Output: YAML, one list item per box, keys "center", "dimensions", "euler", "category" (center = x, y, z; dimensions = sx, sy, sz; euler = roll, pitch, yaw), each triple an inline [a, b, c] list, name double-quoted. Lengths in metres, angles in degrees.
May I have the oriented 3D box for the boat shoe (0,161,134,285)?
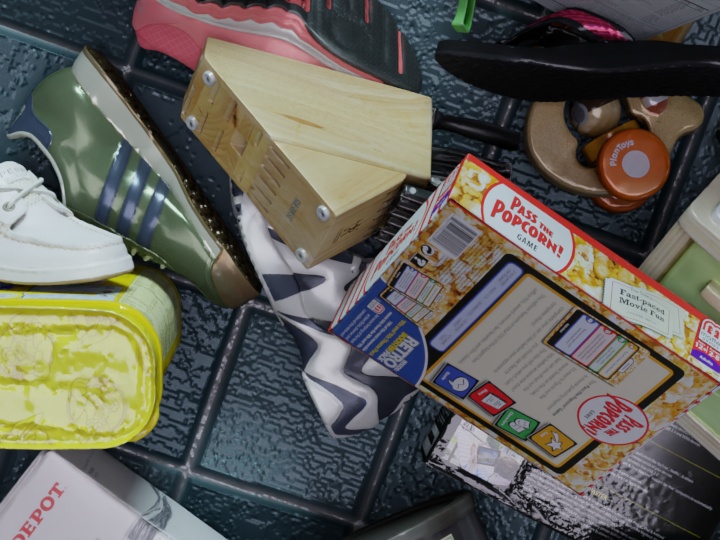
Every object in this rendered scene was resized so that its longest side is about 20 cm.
- center: [-0.228, -0.035, 1.120]
  dimensions: [0.200, 0.071, 0.069]
  euler: [11, 102, 33]
  category: "boat shoe"

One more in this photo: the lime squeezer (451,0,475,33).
- center: [0.096, -0.235, 1.133]
  dimensions: [0.038, 0.071, 0.200]
  euler: [42, 72, -19]
  category: "lime squeezer"

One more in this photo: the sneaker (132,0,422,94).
- center: [-0.057, -0.151, 1.153]
  dimensions: [0.200, 0.074, 0.087]
  euler: [21, 138, -15]
  category: "sneaker"

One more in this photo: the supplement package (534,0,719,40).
- center: [0.177, -0.262, 1.022]
  dimensions: [0.147, 0.200, 0.192]
  euler: [25, 78, -17]
  category: "supplement package"

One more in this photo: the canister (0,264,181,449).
- center: [-0.191, 0.048, 1.107]
  dimensions: [0.148, 0.200, 0.087]
  euler: [1, 99, 0]
  category: "canister"

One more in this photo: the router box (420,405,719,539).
- center: [0.163, 0.109, 1.193]
  dimensions: [0.200, 0.051, 0.149]
  euler: [29, 96, -5]
  category: "router box"

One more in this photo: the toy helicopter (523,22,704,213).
- center: [0.177, -0.144, 1.155]
  dimensions: [0.132, 0.079, 0.200]
  euler: [34, 86, 4]
  category: "toy helicopter"

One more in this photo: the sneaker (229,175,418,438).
- center: [0.000, 0.000, 1.165]
  dimensions: [0.129, 0.079, 0.199]
  euler: [-24, 91, -4]
  category: "sneaker"

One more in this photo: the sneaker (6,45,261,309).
- center: [-0.156, -0.044, 1.162]
  dimensions: [0.090, 0.067, 0.200]
  euler: [-35, 92, 6]
  category: "sneaker"

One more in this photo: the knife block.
- center: [0.007, -0.086, 1.135]
  dimensions: [0.175, 0.064, 0.200]
  euler: [-30, 72, -36]
  category: "knife block"

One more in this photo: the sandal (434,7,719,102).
- center: [0.146, -0.136, 1.087]
  dimensions: [0.200, 0.075, 0.045]
  euler: [3, 78, 19]
  category: "sandal"

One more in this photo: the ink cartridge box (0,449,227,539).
- center: [-0.170, 0.222, 1.193]
  dimensions: [0.200, 0.083, 0.147]
  euler: [38, 97, -6]
  category: "ink cartridge box"

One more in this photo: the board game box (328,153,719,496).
- center: [0.103, 0.039, 1.072]
  dimensions: [0.200, 0.046, 0.152]
  euler: [34, 135, -9]
  category: "board game box"

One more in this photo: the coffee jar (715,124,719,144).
- center: [0.328, -0.037, 1.154]
  dimensions: [0.104, 0.085, 0.200]
  euler: [-32, 97, 1]
  category: "coffee jar"

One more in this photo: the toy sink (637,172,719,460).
- center: [0.252, 0.006, 1.086]
  dimensions: [0.130, 0.112, 0.200]
  euler: [42, 136, 8]
  category: "toy sink"

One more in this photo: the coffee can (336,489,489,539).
- center: [0.046, 0.266, 1.151]
  dimensions: [0.146, 0.146, 0.200]
  euler: [-24, 87, 3]
  category: "coffee can"
